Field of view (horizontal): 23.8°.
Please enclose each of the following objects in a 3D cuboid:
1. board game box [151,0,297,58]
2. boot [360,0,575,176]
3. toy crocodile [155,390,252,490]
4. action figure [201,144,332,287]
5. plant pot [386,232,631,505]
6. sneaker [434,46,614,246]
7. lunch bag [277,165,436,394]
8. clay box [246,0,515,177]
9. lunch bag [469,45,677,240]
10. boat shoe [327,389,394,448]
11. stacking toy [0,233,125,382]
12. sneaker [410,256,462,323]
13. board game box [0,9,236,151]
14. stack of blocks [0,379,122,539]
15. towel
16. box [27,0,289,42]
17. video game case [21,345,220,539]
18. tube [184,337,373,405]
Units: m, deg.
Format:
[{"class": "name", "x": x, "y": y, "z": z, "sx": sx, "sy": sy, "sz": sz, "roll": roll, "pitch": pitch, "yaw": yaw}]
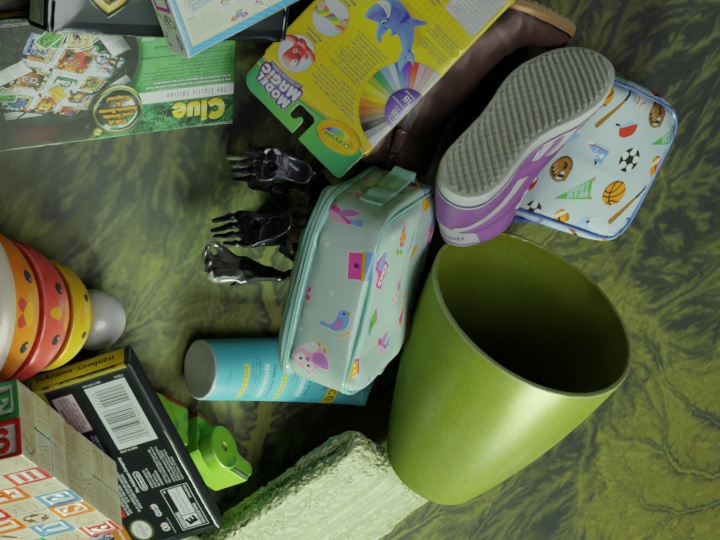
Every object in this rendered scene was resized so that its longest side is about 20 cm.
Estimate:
[{"class": "board game box", "x": -0.072, "y": -0.261, "z": 1.246, "sx": 0.199, "sy": 0.034, "sz": 0.136, "roll": -31, "pitch": 119, "yaw": -22}, {"class": "boot", "x": 0.075, "y": -0.162, "z": 1.439, "sx": 0.198, "sy": 0.072, "sz": 0.168, "roll": 10, "pitch": 104, "yaw": -25}, {"class": "toy crocodile", "x": -0.165, "y": 0.136, "z": 1.462, "sx": 0.067, "sy": 0.062, "sz": 0.199, "roll": -23, "pitch": 141, "yaw": 30}, {"class": "action figure", "x": -0.073, "y": -0.044, "z": 1.394, "sx": 0.200, "sy": 0.101, "sz": 0.120, "roll": 57, "pitch": 43, "yaw": -77}, {"class": "plant pot", "x": 0.103, "y": 0.103, "z": 1.468, "sx": 0.185, "sy": 0.188, "sz": 0.201, "roll": 2, "pitch": 134, "yaw": -34}, {"class": "sneaker", "x": 0.132, "y": -0.100, "z": 1.439, "sx": 0.200, "sy": 0.073, "sz": 0.115, "roll": -40, "pitch": 156, "yaw": -20}, {"class": "lunch bag", "x": 0.000, "y": 0.000, "z": 1.371, "sx": 0.200, "sy": 0.076, "sz": 0.162, "roll": -39, "pitch": 142, "yaw": -71}, {"class": "clay box", "x": 0.012, "y": -0.180, "z": 1.348, "sx": 0.115, "sy": 0.048, "sz": 0.200, "roll": 45, "pitch": 87, "yaw": -3}, {"class": "lunch bag", "x": 0.184, "y": -0.112, "z": 1.543, "sx": 0.199, "sy": 0.076, "sz": 0.162, "roll": 16, "pitch": 108, "yaw": -39}, {"class": "boat shoe", "x": 0.065, "y": 0.141, "z": 1.606, "sx": 0.199, "sy": 0.073, "sz": 0.064, "roll": -26, "pitch": 134, "yaw": -15}, {"class": "stacking toy", "x": -0.256, "y": 0.030, "z": 1.320, "sx": 0.199, "sy": 0.146, "sz": 0.148, "roll": 2, "pitch": 115, "yaw": -54}, {"class": "sneaker", "x": 0.067, "y": 0.028, "z": 1.542, "sx": 0.198, "sy": 0.075, "sz": 0.080, "roll": 6, "pitch": 114, "yaw": -35}, {"class": "board game box", "x": -0.188, "y": -0.153, "z": 1.309, "sx": 0.198, "sy": 0.023, "sz": 0.106, "roll": -9, "pitch": 117, "yaw": -28}, {"class": "stack of blocks", "x": -0.269, "y": 0.155, "z": 1.288, "sx": 0.114, "sy": 0.059, "sz": 0.200, "roll": -14, "pitch": 154, "yaw": 9}, {"class": "towel", "x": -0.040, "y": 0.222, "z": 1.566, "sx": 0.199, "sy": 0.037, "sz": 0.148, "roll": -37, "pitch": 138, "yaw": 20}, {"class": "box", "x": -0.141, "y": -0.252, "z": 1.254, "sx": 0.198, "sy": 0.046, "sz": 0.161, "roll": -2, "pitch": 106, "yaw": -33}, {"class": "video game case", "x": -0.233, "y": 0.164, "z": 1.403, "sx": 0.179, "sy": 0.026, "sz": 0.201, "roll": -17, "pitch": 128, "yaw": 7}, {"class": "tube", "x": -0.062, "y": 0.087, "z": 1.513, "sx": 0.198, "sy": 0.050, "sz": 0.078, "roll": 2, "pitch": 121, "yaw": -40}]
